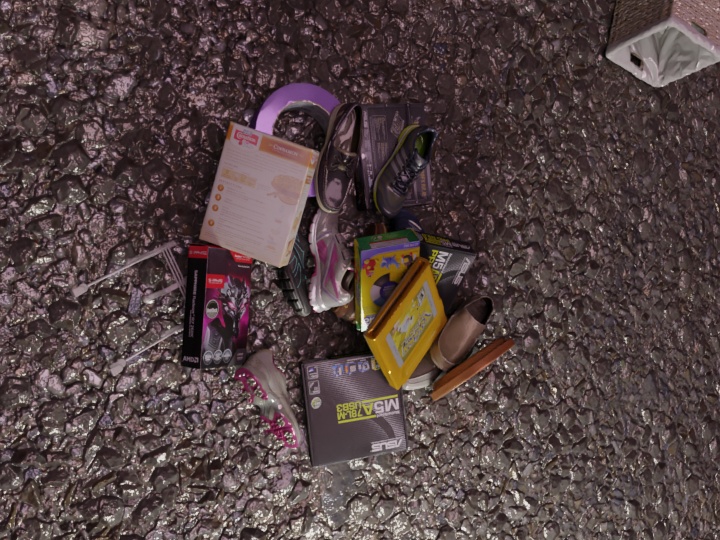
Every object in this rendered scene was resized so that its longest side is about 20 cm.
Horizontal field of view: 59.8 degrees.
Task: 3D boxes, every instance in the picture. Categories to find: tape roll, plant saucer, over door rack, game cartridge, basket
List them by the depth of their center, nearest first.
[{"bbox_3d":[-0.368,0.056,1.041,0.199,0.066,0.151,-34,105,-42],"label":"over door rack"},{"bbox_3d":[0.089,0.103,1.136,0.178,0.032,0.202,-52,144,-19],"label":"game cartridge"},{"bbox_3d":[-0.110,-0.239,1.170,0.194,0.065,0.207,0,91,-24],"label":"tape roll"},{"bbox_3d":[0.220,0.192,1.253,0.197,0.201,0.033,-30,78,-21],"label":"plant saucer"},{"bbox_3d":[0.724,-0.572,1.483,0.193,0.199,0.166,18,77,-23],"label":"basket"}]

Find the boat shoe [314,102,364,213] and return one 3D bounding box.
[{"bbox_3d":[-0.035,-0.207,1.133,0.070,0.064,0.206,15,84,-23],"label":"boat shoe"}]

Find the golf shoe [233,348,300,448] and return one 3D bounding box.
[{"bbox_3d":[-0.152,0.235,1.146,0.092,0.073,0.204,-56,131,-48],"label":"golf shoe"}]

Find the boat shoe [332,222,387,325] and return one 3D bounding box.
[{"bbox_3d":[0.000,0.000,1.215,0.066,0.072,0.206,19,85,-23],"label":"boat shoe"}]

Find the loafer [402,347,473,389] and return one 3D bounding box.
[{"bbox_3d":[0.152,0.175,1.280,0.197,0.069,0.071,-28,132,-29],"label":"loafer"}]

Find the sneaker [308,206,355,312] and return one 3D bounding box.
[{"bbox_3d":[-0.045,-0.025,1.169,0.085,0.081,0.207,-1,88,18],"label":"sneaker"}]

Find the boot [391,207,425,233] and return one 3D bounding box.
[{"bbox_3d":[0.131,-0.042,1.274,0.071,0.092,0.200,-26,133,19],"label":"boot"}]

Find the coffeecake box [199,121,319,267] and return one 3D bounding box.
[{"bbox_3d":[-0.172,-0.129,1.073,0.149,0.073,0.206,18,97,3],"label":"coffeecake box"}]

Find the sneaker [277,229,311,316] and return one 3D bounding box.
[{"bbox_3d":[-0.121,-0.017,1.159,0.078,0.075,0.206,-22,99,-25],"label":"sneaker"}]

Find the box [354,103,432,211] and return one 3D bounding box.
[{"bbox_3d":[0.061,-0.229,1.256,0.154,0.048,0.207,-8,93,-25],"label":"box"}]

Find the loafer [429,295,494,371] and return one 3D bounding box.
[{"bbox_3d":[0.204,0.114,1.248,0.075,0.068,0.201,39,54,0],"label":"loafer"}]

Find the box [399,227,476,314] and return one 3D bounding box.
[{"bbox_3d":[0.115,0.026,1.225,0.156,0.045,0.204,11,121,-23],"label":"box"}]

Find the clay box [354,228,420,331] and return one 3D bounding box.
[{"bbox_3d":[0.047,0.031,1.143,0.111,0.048,0.205,-10,124,-14],"label":"clay box"}]

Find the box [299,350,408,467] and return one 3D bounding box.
[{"bbox_3d":[-0.012,0.260,1.205,0.193,0.047,0.200,-6,90,-12],"label":"box"}]

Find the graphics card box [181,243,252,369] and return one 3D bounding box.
[{"bbox_3d":[-0.246,0.062,1.082,0.125,0.049,0.207,8,86,-63],"label":"graphics card box"}]

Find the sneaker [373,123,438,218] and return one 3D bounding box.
[{"bbox_3d":[0.087,-0.195,1.196,0.073,0.080,0.205,26,80,-21],"label":"sneaker"}]
